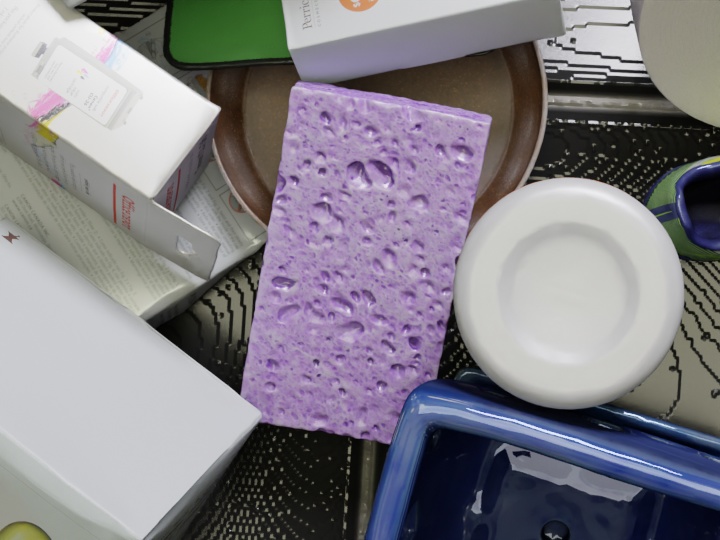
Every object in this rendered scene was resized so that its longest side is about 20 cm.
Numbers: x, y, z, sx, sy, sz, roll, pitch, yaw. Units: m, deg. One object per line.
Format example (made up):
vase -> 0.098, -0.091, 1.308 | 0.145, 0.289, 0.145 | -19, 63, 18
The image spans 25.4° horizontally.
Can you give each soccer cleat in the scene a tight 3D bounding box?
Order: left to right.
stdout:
soccer cleat -> 0.257, -0.046, 0.896 | 0.199, 0.084, 0.065 | -13, 86, -3

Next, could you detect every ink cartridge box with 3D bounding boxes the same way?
ink cartridge box -> -0.147, -0.083, 0.894 | 0.200, 0.116, 0.068 | 35, 76, -1
ink cartridge box -> -0.132, -0.058, 0.974 | 0.200, 0.057, 0.163 | -32, 86, -15

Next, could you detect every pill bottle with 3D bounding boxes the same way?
pill bottle -> 0.110, 0.011, 0.858 | 0.113, 0.200, 0.113 | 0, 90, 7

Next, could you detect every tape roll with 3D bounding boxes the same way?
tape roll -> 0.244, -0.152, 0.853 | 0.202, 0.203, 0.037 | -8, 53, 6

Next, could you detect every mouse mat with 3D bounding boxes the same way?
mouse mat -> -0.014, -0.191, 0.937 | 0.199, 0.008, 0.162 | -1, 67, 9

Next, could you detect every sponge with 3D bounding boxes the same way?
sponge -> 0.000, 0.000, 0.901 | 0.111, 0.030, 0.201 | 11, 108, 1

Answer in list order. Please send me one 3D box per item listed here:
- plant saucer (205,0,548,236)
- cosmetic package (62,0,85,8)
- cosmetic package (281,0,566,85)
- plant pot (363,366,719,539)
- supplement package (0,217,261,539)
plant saucer -> 0.010, -0.098, 0.944 | 0.199, 0.034, 0.201 | 0, 82, 3
cosmetic package -> -0.078, -0.222, 0.846 | 0.200, 0.101, 0.071 | -26, 104, 16
cosmetic package -> 0.024, -0.213, 0.909 | 0.150, 0.052, 0.201 | -12, 65, 8
plant pot -> 0.106, 0.164, 0.860 | 0.199, 0.180, 0.201 | 16, 100, 7
supplement package -> -0.200, 0.121, 0.887 | 0.191, 0.147, 0.200 | 36, 120, 5
